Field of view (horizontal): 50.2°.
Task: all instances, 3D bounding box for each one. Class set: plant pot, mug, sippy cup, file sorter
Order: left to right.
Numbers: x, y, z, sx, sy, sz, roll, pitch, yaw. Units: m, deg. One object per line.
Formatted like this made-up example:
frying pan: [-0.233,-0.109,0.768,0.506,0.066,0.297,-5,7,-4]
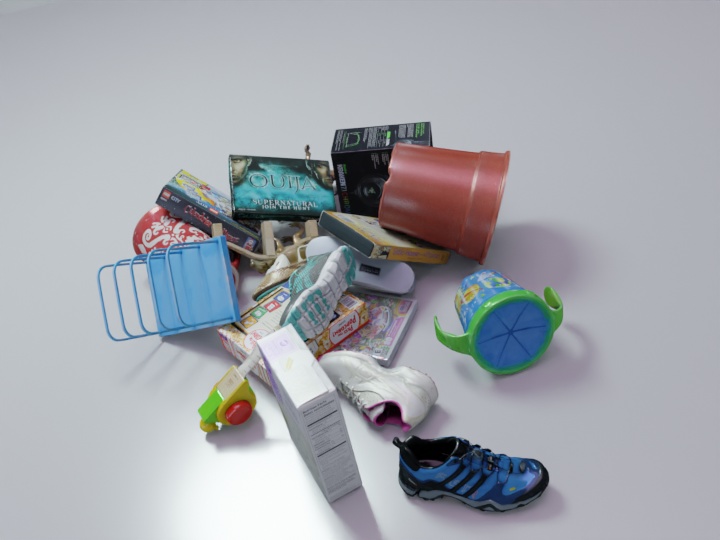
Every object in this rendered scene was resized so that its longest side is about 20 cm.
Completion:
file sorter: [-0.315,0.034,1.243,0.199,0.140,0.122,-13,-3,38]
mug: [-0.299,-0.031,1.411,0.177,0.134,0.200,-31,47,-20]
plant pot: [0.139,-0.128,1.326,0.194,0.202,0.201,13,43,5]
sippy cup: [0.208,0.067,1.179,0.177,0.140,0.130,20,19,-24]

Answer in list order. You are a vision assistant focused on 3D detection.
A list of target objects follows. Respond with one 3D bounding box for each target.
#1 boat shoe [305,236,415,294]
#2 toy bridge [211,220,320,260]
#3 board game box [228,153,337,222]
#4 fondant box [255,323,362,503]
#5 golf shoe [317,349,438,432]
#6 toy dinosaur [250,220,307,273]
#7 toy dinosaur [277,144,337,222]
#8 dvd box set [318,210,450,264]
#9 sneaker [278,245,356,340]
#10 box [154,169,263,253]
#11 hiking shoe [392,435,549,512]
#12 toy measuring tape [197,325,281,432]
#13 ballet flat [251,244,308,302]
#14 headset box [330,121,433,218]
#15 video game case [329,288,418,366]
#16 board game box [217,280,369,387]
boat shoe: [0.000,0.000,1.332,0.199,0.065,0.074,23,80,13]
toy bridge: [-0.166,-0.054,1.384,0.199,0.068,0.027,-3,-9,-22]
board game box: [-0.149,-0.156,1.464,0.199,0.028,0.136,1,60,-19]
fondant box: [-0.068,0.192,1.031,0.058,0.201,0.144,-24,40,-16]
golf shoe: [0.011,0.176,1.133,0.199,0.076,0.092,11,48,26]
toy dinosaur: [-0.118,-0.038,1.447,0.199,0.058,0.101,-15,56,-17]
toy dinosaur: [-0.087,-0.171,1.565,0.135,0.086,0.200,25,57,27]
dvd box set: [0.044,-0.057,1.347,0.199,0.030,0.146,3,23,-46]
sneaker: [-0.083,0.039,1.231,0.091,0.078,0.200,-2,34,34]
box: [-0.275,-0.111,1.450,0.199,0.038,0.137,30,19,-9]
hiking shoe: [0.142,0.258,0.991,0.198,0.087,0.075,-2,40,11]
toy measuring tape: [-0.167,0.169,1.153,0.200,0.073,0.074,-48,43,6]
ballet flat: [-0.112,-0.005,1.375,0.199,0.071,0.066,-22,77,-23]
headset box: [0.057,-0.180,1.466,0.198,0.175,0.093,-3,39,8]
video game case: [-0.019,0.086,1.288,0.199,0.018,0.144,9,44,23]
board game box: [-0.109,0.089,1.255,0.200,0.047,0.151,-35,45,-26]
